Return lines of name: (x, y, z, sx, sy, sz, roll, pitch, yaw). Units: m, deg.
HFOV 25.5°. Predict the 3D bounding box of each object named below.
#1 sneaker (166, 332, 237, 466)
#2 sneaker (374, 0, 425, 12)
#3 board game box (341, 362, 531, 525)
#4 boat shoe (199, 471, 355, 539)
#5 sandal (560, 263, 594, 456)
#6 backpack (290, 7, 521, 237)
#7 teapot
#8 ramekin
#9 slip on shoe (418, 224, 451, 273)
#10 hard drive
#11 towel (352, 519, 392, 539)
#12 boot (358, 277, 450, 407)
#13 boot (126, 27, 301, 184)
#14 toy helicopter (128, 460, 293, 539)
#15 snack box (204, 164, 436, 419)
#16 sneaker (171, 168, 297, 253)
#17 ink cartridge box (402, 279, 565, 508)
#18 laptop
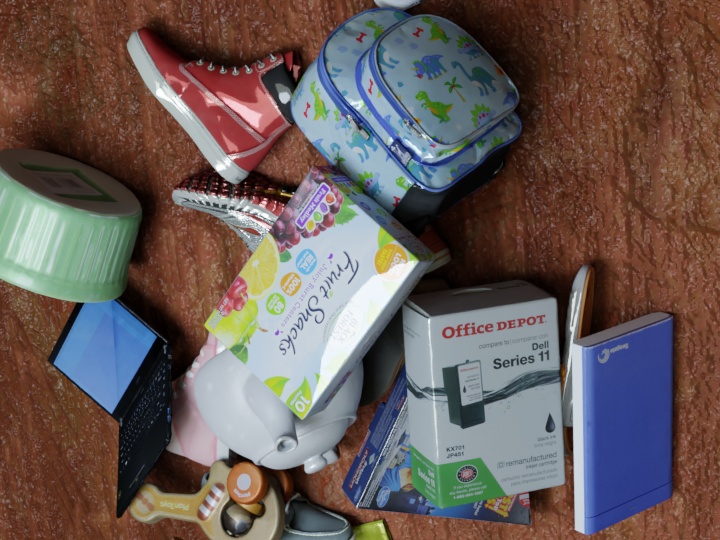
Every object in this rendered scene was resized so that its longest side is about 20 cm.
sneaker: (-0.187, 0.129, 1.814, 0.104, 0.075, 0.202, 11, 114, 11)
sneaker: (0.070, -0.324, 1.551, 0.200, 0.115, 0.075, -42, 90, 26)
board game box: (0.112, 0.185, 1.702, 0.198, 0.062, 0.202, 23, 97, -21)
boat shoe: (-0.099, 0.277, 1.833, 0.198, 0.073, 0.062, 9, 114, 23)
sandal: (0.240, 0.099, 1.646, 0.059, 0.079, 0.209, 10, 108, 20)
backpack: (0.046, -0.165, 1.571, 0.200, 0.183, 0.147, 45, 139, 11)
teapot: (-0.072, 0.144, 1.686, 0.197, 0.199, 0.147, -39, 73, 49)
ramekin: (-0.336, -0.055, 1.748, 0.199, 0.200, 0.098, 26, 107, 10)
slip on shoe: (0.000, 0.000, 1.709, 0.199, 0.074, 0.062, -23, 92, 20)
hard drive: (0.270, 0.155, 1.629, 0.025, 0.131, 0.202, 17, 116, 49)
towel: (-0.046, 0.352, 1.867, 0.198, 0.018, 0.087, -18, 101, 24)
boot: (0.039, 0.079, 1.722, 0.074, 0.075, 0.200, 54, 138, 19)
boot: (-0.146, -0.214, 1.701, 0.144, 0.072, 0.200, -43, 82, 12)
toy helicopter: (-0.176, 0.280, 1.802, 0.198, 0.079, 0.134, 2, 81, 25)
snack box: (-0.041, 0.021, 1.535, 0.142, 0.053, 0.201, 41, 110, 15)
sneaker: (-0.117, -0.053, 1.730, 0.198, 0.078, 0.083, 19, 118, 16)
ink cartridge box: (0.125, 0.122, 1.611, 0.145, 0.083, 0.202, -9, 103, -17)
laptop: (-0.289, 0.146, 1.814, 0.102, 0.202, 0.178, 13, 139, -21)
